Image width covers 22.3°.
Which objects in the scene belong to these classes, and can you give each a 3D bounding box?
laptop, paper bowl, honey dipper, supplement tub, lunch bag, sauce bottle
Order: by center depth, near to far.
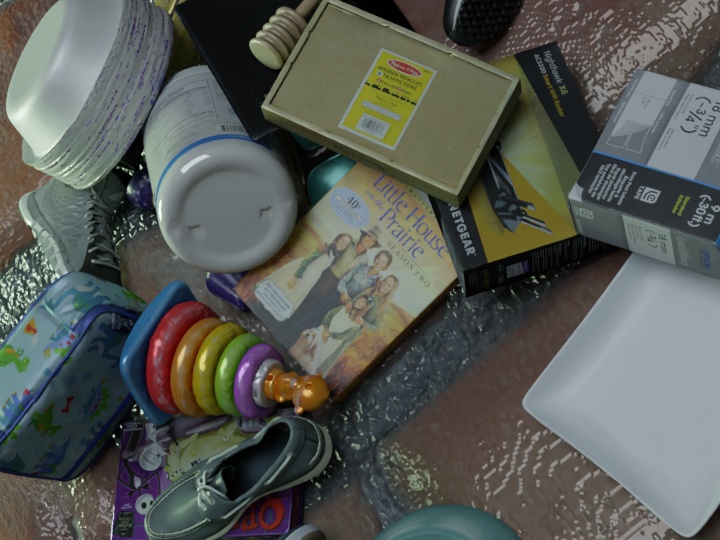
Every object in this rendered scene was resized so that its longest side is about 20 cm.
[{"bbox_3d":[-0.030,-0.267,1.676,0.038,0.038,0.200,22,63,34],"label":"honey dipper"},{"bbox_3d":[-0.135,-0.097,1.716,0.132,0.132,0.200,-40,28,10],"label":"supplement tub"},{"bbox_3d":[-0.038,-0.204,1.724,0.116,0.199,0.188,-47,55,23],"label":"laptop"},{"bbox_3d":[-0.276,0.105,1.744,0.082,0.161,0.200,41,95,29],"label":"lunch bag"},{"bbox_3d":[-0.278,-0.191,1.809,0.201,0.104,0.202,-45,31,36],"label":"paper bowl"},{"bbox_3d":[-0.212,-0.202,1.885,0.066,0.066,0.201,19,80,34],"label":"sauce bottle"}]

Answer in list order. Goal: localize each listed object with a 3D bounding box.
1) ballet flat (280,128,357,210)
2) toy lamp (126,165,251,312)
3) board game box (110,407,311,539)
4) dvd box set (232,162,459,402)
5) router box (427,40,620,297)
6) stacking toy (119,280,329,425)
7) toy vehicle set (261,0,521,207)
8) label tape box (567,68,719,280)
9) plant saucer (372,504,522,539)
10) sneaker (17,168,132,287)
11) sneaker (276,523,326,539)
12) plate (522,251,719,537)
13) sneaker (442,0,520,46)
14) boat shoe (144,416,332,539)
[{"bbox_3d":[-0.030,-0.108,1.736,0.070,0.065,0.201,-22,86,11],"label":"ballet flat"},{"bbox_3d":[-0.157,-0.031,1.791,0.058,0.058,0.200,-47,55,5],"label":"toy lamp"},{"bbox_3d":[-0.142,0.195,1.711,0.199,0.032,0.121,-7,72,27],"label":"board game box"},{"bbox_3d":[0.000,0.000,1.676,0.200,0.029,0.146,-44,78,7],"label":"dvd box set"},{"bbox_3d":[0.135,-0.092,1.619,0.156,0.052,0.201,-18,61,-3],"label":"router box"},{"bbox_3d":[-0.110,0.095,1.677,0.199,0.110,0.116,12,56,31],"label":"stacking toy"},{"bbox_3d":[0.027,-0.151,1.604,0.199,0.027,0.125,26,73,16],"label":"toy vehicle set"},{"bbox_3d":[0.293,-0.073,1.509,0.199,0.063,0.145,19,65,25],"label":"label tape box"},{"bbox_3d":[0.060,0.294,1.550,0.199,0.036,0.202,-11,66,26],"label":"plant saucer"},{"bbox_3d":[-0.266,-0.045,1.849,0.115,0.075,0.200,-43,55,5],"label":"sneaker"},{"bbox_3d":[-0.125,0.280,1.641,0.200,0.070,0.109,-49,57,8],"label":"sneaker"},{"bbox_3d":[0.264,0.091,1.517,0.199,0.032,0.201,38,92,36],"label":"plate"},{"bbox_3d":[0.113,-0.306,1.748,0.090,0.070,0.201,9,75,47],"label":"sneaker"},{"bbox_3d":[-0.122,0.188,1.649,0.199,0.062,0.073,-29,60,16],"label":"boat shoe"}]
